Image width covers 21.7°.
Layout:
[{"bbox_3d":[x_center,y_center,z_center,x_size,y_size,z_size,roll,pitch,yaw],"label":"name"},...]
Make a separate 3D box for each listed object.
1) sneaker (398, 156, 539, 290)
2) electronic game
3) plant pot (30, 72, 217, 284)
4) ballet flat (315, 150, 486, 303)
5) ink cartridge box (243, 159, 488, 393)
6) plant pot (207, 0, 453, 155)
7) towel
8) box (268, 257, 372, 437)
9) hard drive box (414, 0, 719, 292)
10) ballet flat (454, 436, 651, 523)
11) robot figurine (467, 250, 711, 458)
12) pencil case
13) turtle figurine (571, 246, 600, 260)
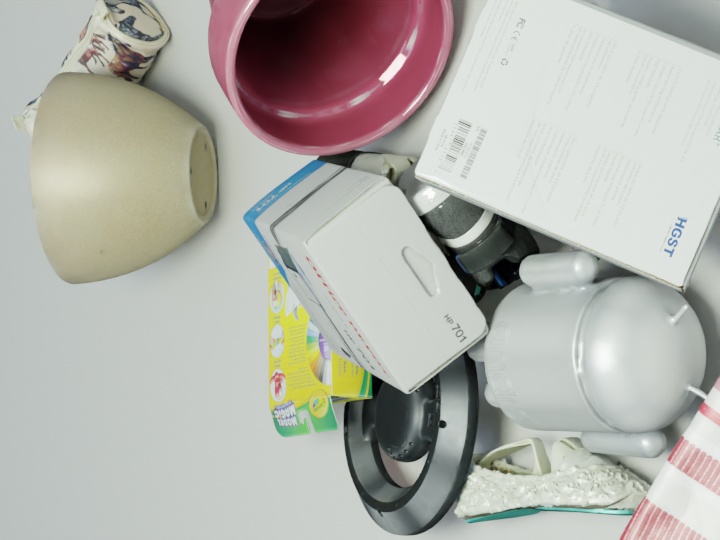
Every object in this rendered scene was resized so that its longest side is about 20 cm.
[{"bbox_3d":[0.087,-0.041,1.457,0.073,0.200,0.112,-37,98,15],"label":"sneaker"},{"bbox_3d":[0.041,0.120,1.568,0.200,0.041,0.201,-21,66,59],"label":"electronic game"},{"bbox_3d":[-0.211,-0.089,1.768,0.134,0.200,0.202,-2,94,13],"label":"plant pot"},{"bbox_3d":[0.041,-0.053,1.553,0.200,0.068,0.069,45,136,25],"label":"ballet flat"},{"bbox_3d":[0.000,0.000,1.453,0.147,0.086,0.200,56,172,-15],"label":"ink cartridge box"},{"bbox_3d":[-0.045,-0.225,1.554,0.179,0.199,0.201,58,135,48],"label":"plant pot"},{"bbox_3d":[0.267,0.171,1.286,0.144,0.023,0.201,35,103,24],"label":"towel"},{"bbox_3d":[-0.036,0.042,1.630,0.117,0.048,0.201,-15,72,59],"label":"box"},{"bbox_3d":[0.159,-0.094,1.284,0.199,0.077,0.157,24,91,10],"label":"hard drive box"},{"bbox_3d":[0.144,0.161,1.457,0.199,0.071,0.072,-11,86,48],"label":"ballet flat"},{"bbox_3d":[0.171,0.063,1.381,0.199,0.113,0.170,-5,117,49],"label":"robot figurine"},{"bbox_3d":[-0.267,-0.194,1.871,0.200,0.089,0.078,-48,59,39],"label":"pencil case"},{"bbox_3d":[0.141,-0.110,1.415,0.200,0.100,0.150,55,134,20],"label":"turtle figurine"}]
